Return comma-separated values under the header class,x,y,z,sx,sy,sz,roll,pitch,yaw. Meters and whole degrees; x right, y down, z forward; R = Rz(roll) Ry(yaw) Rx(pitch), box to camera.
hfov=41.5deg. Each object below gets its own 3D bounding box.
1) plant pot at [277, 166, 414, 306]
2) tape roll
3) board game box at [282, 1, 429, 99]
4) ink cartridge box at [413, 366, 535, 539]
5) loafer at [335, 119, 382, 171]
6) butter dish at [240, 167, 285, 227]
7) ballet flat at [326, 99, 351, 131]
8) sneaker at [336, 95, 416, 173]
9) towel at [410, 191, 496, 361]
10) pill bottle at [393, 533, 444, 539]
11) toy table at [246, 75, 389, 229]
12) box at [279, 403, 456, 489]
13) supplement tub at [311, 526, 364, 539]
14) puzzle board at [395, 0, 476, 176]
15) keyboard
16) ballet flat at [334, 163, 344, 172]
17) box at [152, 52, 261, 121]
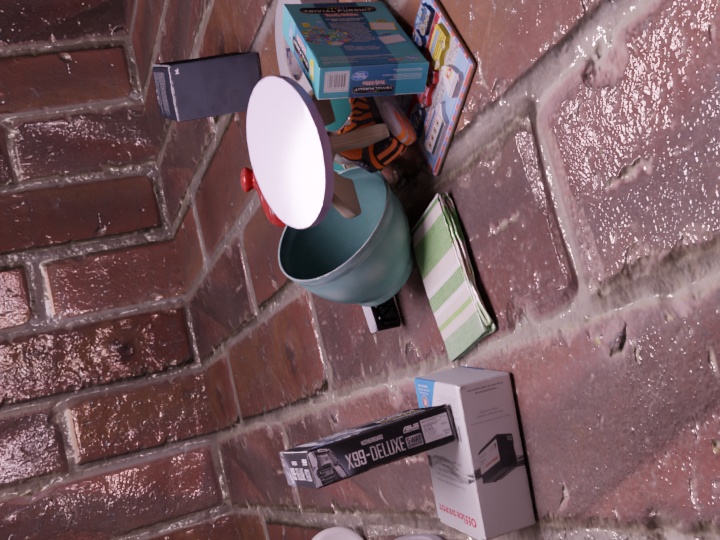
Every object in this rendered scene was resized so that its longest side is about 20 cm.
class,x,y,z,sx,sy,sz,roll,pitch,yaw
plant pot,-0.004,-0.031,1.391,0.134,0.200,0.200,44,-177,-36
tape roll,-0.085,-0.378,1.617,0.200,0.065,0.203,169,90,-71
board game box,-0.011,-0.303,1.293,0.201,0.149,0.047,-115,25,-48
ink cartridge box,0.150,0.239,1.272,0.145,0.083,0.203,174,86,-70
loafer,-0.006,-0.182,1.484,0.075,0.069,0.200,-51,16,9
butter dish,-0.145,-0.167,1.728,0.201,0.145,0.202,-103,13,-58
ballet flat,-0.033,-0.321,1.513,0.063,0.067,0.202,55,140,44
sneaker,-0.005,-0.224,1.351,0.112,0.077,0.202,-40,51,24
towel,0.123,0.011,1.320,0.153,0.023,0.202,126,129,-65
pill bottle,0.100,0.534,1.520,0.112,0.111,0.203,-172,73,-69
toy table,-0.064,-0.161,1.281,0.182,0.116,0.203,-4,95,38
box,0.007,0.231,1.249,0.158,0.197,0.050,148,105,-70
supplement tub,-0.062,0.621,1.954,0.201,0.143,0.146,117,138,-59
puzzle board,0.093,-0.249,1.274,0.201,0.017,0.152,105,148,-51
keyboard,0.000,0.000,1.505,0.020,0.126,0.203,-26,79,40
ballet flat,-0.013,-0.144,1.565,0.201,0.073,0.075,-121,28,-47
box,-0.336,-0.405,2.084,0.196,0.197,0.126,-155,54,-66
